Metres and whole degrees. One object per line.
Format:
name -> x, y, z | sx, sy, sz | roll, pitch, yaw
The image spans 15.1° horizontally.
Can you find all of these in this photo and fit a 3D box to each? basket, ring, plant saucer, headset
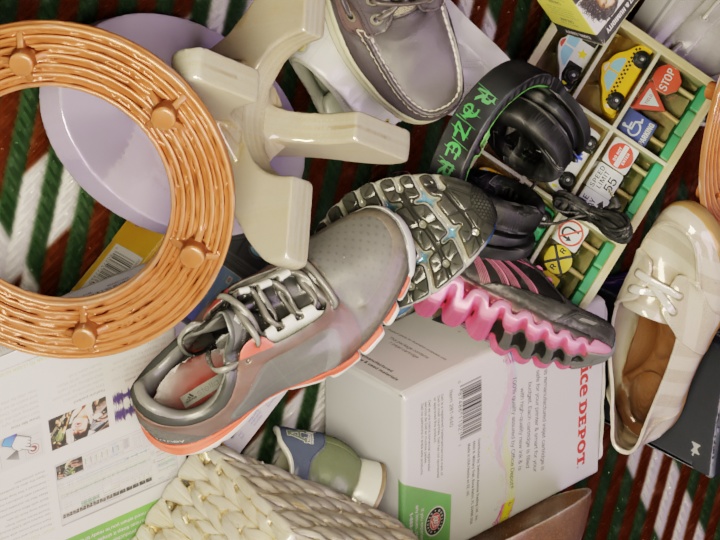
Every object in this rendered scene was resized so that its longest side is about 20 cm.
basket -> -0.040, 0.206, 1.692 | 0.199, 0.135, 0.124 | 24, 100, -42
ring -> 0.280, -0.124, 1.896 | 0.200, 0.019, 0.202 | -42, 143, -43
ring -> -0.169, -0.040, 1.500 | 0.019, 0.199, 0.202 | -80, 173, -64
plant saucer -> 0.074, 0.205, 1.874 | 0.199, 0.200, 0.035 | -24, 90, -36
headset -> 0.110, -0.057, 1.729 | 0.124, 0.094, 0.200 | -62, 156, 1

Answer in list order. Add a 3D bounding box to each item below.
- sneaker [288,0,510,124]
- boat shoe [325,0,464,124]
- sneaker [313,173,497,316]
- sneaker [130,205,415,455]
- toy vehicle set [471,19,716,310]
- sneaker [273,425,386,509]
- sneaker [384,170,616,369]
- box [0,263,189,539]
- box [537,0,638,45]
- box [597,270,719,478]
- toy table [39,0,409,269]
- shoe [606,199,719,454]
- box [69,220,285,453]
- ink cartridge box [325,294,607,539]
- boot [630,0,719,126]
sneaker -> 0.031, -0.116, 1.751 | 0.200, 0.074, 0.116 | 40, 82, -39
boat shoe -> 0.012, -0.180, 1.644 | 0.072, 0.065, 0.201 | -25, 103, -14
sneaker -> 0.000, 0.000, 1.672 | 0.199, 0.079, 0.090 | -29, 172, 23
sneaker -> -0.051, 0.034, 1.583 | 0.200, 0.077, 0.082 | -41, 161, -1
toy vehicle set -> 0.144, -0.076, 1.856 | 0.201, 0.124, 0.027 | -58, -178, -7
sneaker -> -0.074, 0.188, 1.808 | 0.090, 0.067, 0.201 | 32, 101, -21
sneaker -> 0.086, -0.003, 1.801 | 0.199, 0.079, 0.096 | 24, 69, -7
box -> -0.176, 0.106, 1.640 | 0.144, 0.036, 0.201 | -22, 130, -25
box -> 0.120, -0.241, 1.773 | 0.075, 0.050, 0.200 | -51, 130, -14
box -> 0.279, 0.061, 2.038 | 0.199, 0.148, 0.105 | -15, 120, -41
toy table -> -0.074, -0.088, 1.582 | 0.199, 0.117, 0.186 | 1, 84, -48
shoe -> 0.211, 0.044, 1.897 | 0.053, 0.070, 0.201 | -35, 143, -46
box -> -0.089, 0.030, 1.720 | 0.119, 0.041, 0.200 | -52, 136, -13
ink cartridge box -> 0.074, 0.099, 1.892 | 0.199, 0.084, 0.146 | -23, 126, -36
boot -> 0.218, -0.122, 1.908 | 0.201, 0.095, 0.074 | -58, 156, -7
